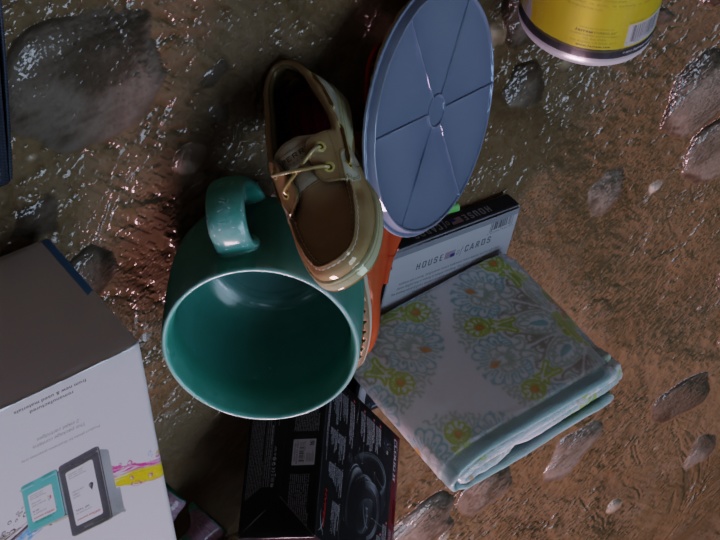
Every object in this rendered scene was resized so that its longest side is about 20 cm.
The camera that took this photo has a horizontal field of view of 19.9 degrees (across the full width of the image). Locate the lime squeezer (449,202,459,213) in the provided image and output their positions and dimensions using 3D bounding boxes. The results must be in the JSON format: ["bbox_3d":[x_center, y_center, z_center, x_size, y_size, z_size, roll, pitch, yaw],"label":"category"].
[{"bbox_3d":[0.000,0.000,1.708,0.200,0.038,0.071,-47,116,-3],"label":"lime squeezer"}]

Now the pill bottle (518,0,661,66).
[{"bbox_3d":[0.190,-0.266,1.572,0.112,0.112,0.201,-23,142,-31],"label":"pill bottle"}]

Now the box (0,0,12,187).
[{"bbox_3d":[-0.311,-0.088,1.248,0.199,0.051,0.158,-26,142,-28],"label":"box"}]

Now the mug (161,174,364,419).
[{"bbox_3d":[-0.066,0.008,1.550,0.151,0.115,0.186,18,129,-11],"label":"mug"}]

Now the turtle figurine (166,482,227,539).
[{"bbox_3d":[-0.206,0.277,1.750,0.200,0.100,0.150,-51,153,-5],"label":"turtle figurine"}]

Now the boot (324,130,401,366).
[{"bbox_3d":[0.007,-0.019,1.648,0.107,0.075,0.202,-24,125,-45],"label":"boot"}]

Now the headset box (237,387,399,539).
[{"bbox_3d":[-0.029,0.192,1.797,0.200,0.077,0.150,49,42,-59],"label":"headset box"}]

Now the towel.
[{"bbox_3d":[0.104,0.084,1.769,0.199,0.171,0.048,-27,146,-27],"label":"towel"}]

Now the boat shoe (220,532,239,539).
[{"bbox_3d":[-0.107,0.270,1.831,0.200,0.073,0.063,133,-18,-80],"label":"boat shoe"}]

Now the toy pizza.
[{"bbox_3d":[0.046,-0.126,1.586,0.200,0.032,0.202,-35,132,-51],"label":"toy pizza"}]

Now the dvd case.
[{"bbox_3d":[0.062,0.032,1.846,0.150,0.025,0.201,-21,140,-34],"label":"dvd case"}]

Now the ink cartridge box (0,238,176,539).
[{"bbox_3d":[-0.235,0.116,1.441,0.145,0.147,0.201,-25,134,-22],"label":"ink cartridge box"}]

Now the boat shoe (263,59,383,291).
[{"bbox_3d":[-0.036,-0.071,1.468,0.074,0.201,0.066,-32,134,15],"label":"boat shoe"}]
